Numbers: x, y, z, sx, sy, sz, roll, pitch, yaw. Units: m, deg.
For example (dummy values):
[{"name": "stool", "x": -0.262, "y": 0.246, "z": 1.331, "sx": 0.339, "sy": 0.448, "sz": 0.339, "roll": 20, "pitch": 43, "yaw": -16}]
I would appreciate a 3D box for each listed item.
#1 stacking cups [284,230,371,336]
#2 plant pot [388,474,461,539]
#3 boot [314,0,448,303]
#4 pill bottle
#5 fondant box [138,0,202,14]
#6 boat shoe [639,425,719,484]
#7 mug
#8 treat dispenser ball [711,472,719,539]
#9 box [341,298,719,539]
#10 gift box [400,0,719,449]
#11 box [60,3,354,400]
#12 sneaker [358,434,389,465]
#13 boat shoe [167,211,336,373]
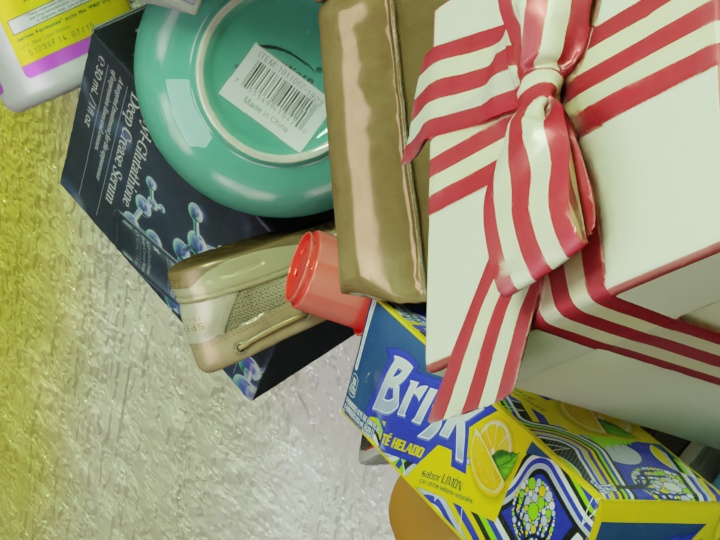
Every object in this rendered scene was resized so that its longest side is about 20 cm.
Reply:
[{"name": "stacking cups", "x": 0.061, "y": 0.028, "z": 0.857, "sx": 0.199, "sy": 0.061, "sz": 0.061, "roll": 17, "pitch": 150, "yaw": -17}, {"name": "plant pot", "x": 0.111, "y": 0.170, "z": 0.915, "sx": 0.184, "sy": 0.199, "sz": 0.201, "roll": 53, "pitch": 150, "yaw": 36}, {"name": "boot", "x": -0.011, "y": -0.082, "z": 0.759, "sx": 0.174, "sy": 0.066, "sz": 0.201, "roll": -5, "pitch": 107, "yaw": 8}, {"name": "pill bottle", "x": -0.224, "y": -0.212, "z": 1.108, "sx": 0.104, "sy": 0.104, "sz": 0.201, "roll": -8, "pitch": 109, "yaw": 54}, {"name": "fondant box", "x": -0.093, "y": -0.234, "z": 0.832, "sx": 0.144, "sy": 0.058, "sz": 0.201, "roll": 25, "pitch": 94, "yaw": 57}, {"name": "boat shoe", "x": 0.147, "y": 0.073, "z": 0.790, "sx": 0.059, "sy": 0.201, "sz": 0.072, "roll": 26, "pitch": 176, "yaw": 36}, {"name": "mug", "x": -0.025, "y": -0.106, "z": 0.877, "sx": 0.114, "sy": 0.184, "sz": 0.153, "roll": -110, "pitch": 10, "yaw": -80}, {"name": "treat dispenser ball", "x": 0.231, "y": 0.148, "z": 0.711, "sx": 0.200, "sy": 0.200, "sz": 0.202, "roll": 32, "pitch": 139, "yaw": 34}, {"name": "box", "x": 0.068, "y": 0.078, "z": 0.741, "sx": 0.200, "sy": 0.070, "sz": 0.065, "roll": 40, "pitch": 120, "yaw": 55}, {"name": "gift box", "x": 0.118, "y": -0.030, "z": 0.655, "sx": 0.200, "sy": 0.186, "sz": 0.186, "roll": -32, "pitch": 49, "yaw": 45}, {"name": "box", "x": -0.076, "y": -0.051, "z": 1.040, "sx": 0.200, "sy": 0.107, "sz": 0.149, "roll": 46, "pitch": 144, "yaw": 16}, {"name": "sneaker", "x": 0.051, "y": 0.058, "z": 1.016, "sx": 0.200, "sy": 0.077, "sz": 0.082, "roll": -48, "pitch": 50, "yaw": 55}, {"name": "boat shoe", "x": 0.000, "y": 0.000, "z": 0.906, "sx": 0.071, "sy": 0.199, "sz": 0.065, "roll": -162, "pitch": 56, "yaw": -78}]
